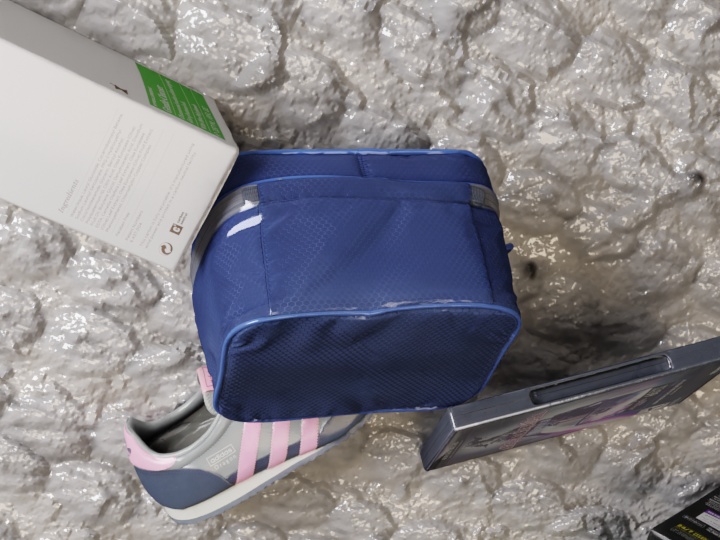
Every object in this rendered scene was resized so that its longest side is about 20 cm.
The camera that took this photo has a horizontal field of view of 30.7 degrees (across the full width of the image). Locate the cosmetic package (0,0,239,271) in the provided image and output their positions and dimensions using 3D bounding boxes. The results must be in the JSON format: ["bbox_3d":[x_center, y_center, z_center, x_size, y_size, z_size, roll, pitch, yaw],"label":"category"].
[{"bbox_3d":[-0.178,-0.087,0.718,0.199,0.108,0.085,25,105,-25],"label":"cosmetic package"}]

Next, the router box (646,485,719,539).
[{"bbox_3d":[0.240,0.267,0.984,0.149,0.051,0.202,-13,124,-50],"label":"router box"}]

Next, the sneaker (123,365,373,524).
[{"bbox_3d":[-0.060,0.084,0.847,0.199,0.070,0.082,-34,121,0],"label":"sneaker"}]

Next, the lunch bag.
[{"bbox_3d":[0.000,0.000,0.782,0.198,0.133,0.136,-2,149,-17],"label":"lunch bag"}]

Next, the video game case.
[{"bbox_3d":[0.144,0.091,0.883,0.198,0.143,0.019,-15,73,-10],"label":"video game case"}]
